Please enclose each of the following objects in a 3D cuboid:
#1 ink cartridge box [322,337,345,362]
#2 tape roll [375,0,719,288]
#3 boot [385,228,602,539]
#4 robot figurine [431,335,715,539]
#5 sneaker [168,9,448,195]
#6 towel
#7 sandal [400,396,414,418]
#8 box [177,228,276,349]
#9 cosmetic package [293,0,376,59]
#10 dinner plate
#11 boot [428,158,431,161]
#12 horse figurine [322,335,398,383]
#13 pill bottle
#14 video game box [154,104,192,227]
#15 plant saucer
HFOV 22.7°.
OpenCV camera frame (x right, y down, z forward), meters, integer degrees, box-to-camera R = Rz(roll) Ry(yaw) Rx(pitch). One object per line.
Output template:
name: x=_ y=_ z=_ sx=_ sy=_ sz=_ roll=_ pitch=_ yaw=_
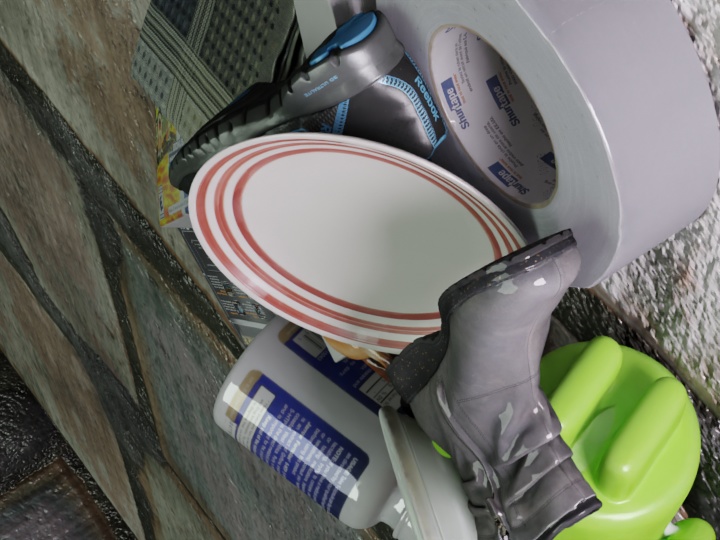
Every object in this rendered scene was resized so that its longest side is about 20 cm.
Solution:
ink cartridge box: x=-0.005 y=-0.008 z=1.270 sx=0.201 sy=0.068 sz=0.115 roll=62 pitch=162 yaw=4
tape roll: x=0.091 y=-0.093 z=0.912 sx=0.200 sy=0.066 sz=0.201 roll=50 pitch=161 yaw=24
boot: x=0.089 y=0.070 z=0.922 sx=0.132 sy=0.070 sz=0.200 roll=62 pitch=158 yaw=15
robot figurine: x=0.132 y=0.117 z=1.058 sx=0.175 sy=0.116 sz=0.200 roll=32 pitch=155 yaw=11
sneaker: x=-0.035 y=-0.068 z=0.993 sx=0.082 sy=0.073 sz=0.200 roll=51 pitch=143 yaw=-13
towel: x=-0.078 y=-0.163 z=1.123 sx=0.200 sy=0.034 sz=0.193 roll=51 pitch=128 yaw=49
sandal: x=0.085 y=0.106 z=1.246 sx=0.075 sy=0.048 sz=0.201 roll=9 pitch=160 yaw=21
box: x=-0.081 y=0.004 z=1.538 sx=0.159 sy=0.048 sz=0.200 roll=61 pitch=161 yaw=-13
cosmetic package: x=0.004 y=-0.168 z=0.992 sx=0.051 sy=0.082 sz=0.201 roll=45 pitch=157 yaw=40
dinner plate: x=0.003 y=-0.016 z=0.981 sx=0.199 sy=0.024 sz=0.201 roll=13 pitch=146 yaw=9
boot: x=0.034 y=-0.023 z=1.153 sx=0.200 sy=0.073 sz=0.151 roll=35 pitch=146 yaw=36
horse figurine: x=0.000 y=0.000 z=1.097 sx=0.132 sy=0.050 sz=0.201 roll=9 pitch=125 yaw=53
pill bottle: x=-0.003 y=0.127 z=1.384 sx=0.200 sy=0.120 sz=0.120 roll=37 pitch=157 yaw=12
video game box: x=-0.107 y=-0.130 z=1.273 sx=0.200 sy=0.047 sz=0.183 roll=164 pitch=106 yaw=-71
plant saucer: x=0.064 y=0.179 z=1.171 sx=0.200 sy=0.050 sz=0.201 roll=163 pitch=90 yaw=-87
